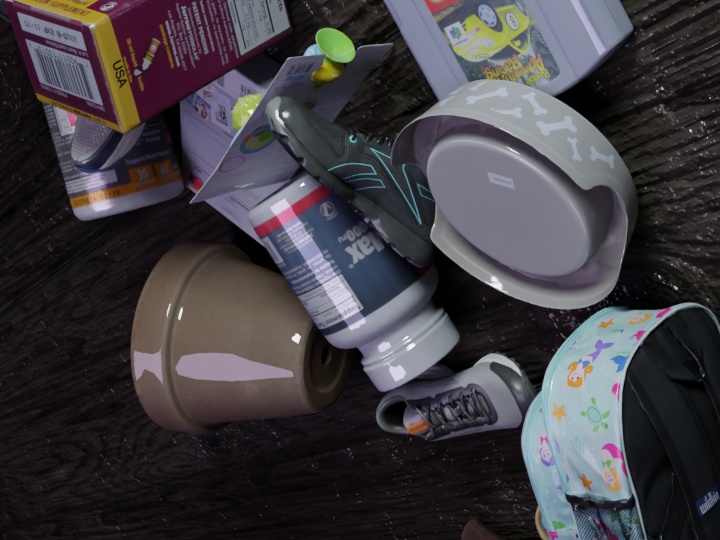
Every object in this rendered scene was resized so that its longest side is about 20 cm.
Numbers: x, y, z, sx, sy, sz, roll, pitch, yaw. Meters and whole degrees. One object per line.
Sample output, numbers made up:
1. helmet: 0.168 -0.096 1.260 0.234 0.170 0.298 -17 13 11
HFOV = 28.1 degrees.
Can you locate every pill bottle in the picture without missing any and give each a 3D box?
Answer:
1. pill bottle: 0.000 0.000 1.284 0.201 0.119 0.119 56 148 -7
2. pill bottle: -0.255 -0.159 1.436 0.116 0.116 0.201 -4 102 53

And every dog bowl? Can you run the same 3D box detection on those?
1. dog bowl: 0.121 -0.060 1.093 0.199 0.059 0.201 28 152 17

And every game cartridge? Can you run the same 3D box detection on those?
1. game cartridge: 0.103 -0.184 1.056 0.134 0.041 0.200 56 148 -12

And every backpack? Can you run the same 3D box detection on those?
1. backpack: 0.213 0.126 1.082 0.150 0.177 0.201 3 119 45

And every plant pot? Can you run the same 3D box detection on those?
1. plant pot: -0.107 0.077 1.456 0.173 0.200 0.201 8 129 27

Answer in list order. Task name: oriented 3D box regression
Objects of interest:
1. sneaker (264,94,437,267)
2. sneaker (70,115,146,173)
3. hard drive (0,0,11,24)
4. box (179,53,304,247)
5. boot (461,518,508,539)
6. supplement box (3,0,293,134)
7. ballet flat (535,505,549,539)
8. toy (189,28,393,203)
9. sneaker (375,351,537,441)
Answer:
1. sneaker: 0.005 -0.088 1.179 0.200 0.079 0.075 39 -175 -30
2. sneaker: -0.236 -0.191 1.326 0.077 0.201 0.085 13 172 37
3. hard drive: -0.314 -0.305 1.385 0.199 0.140 0.038 34 180 26
4. box: -0.110 -0.124 1.379 0.156 0.041 0.201 36 143 26
5. boot: 0.185 0.353 1.457 0.166 0.072 0.201 25 141 55
6. supplement box: -0.176 -0.217 1.224 0.130 0.200 0.104 21 136 40
7. ballet flat: 0.243 0.275 1.308 0.200 0.069 0.063 44 175 18
8. toy: -0.068 -0.137 1.219 0.200 0.115 0.047 -44 69 46
9. sneaker: 0.091 0.126 1.328 0.200 0.079 0.074 -12 109 54
